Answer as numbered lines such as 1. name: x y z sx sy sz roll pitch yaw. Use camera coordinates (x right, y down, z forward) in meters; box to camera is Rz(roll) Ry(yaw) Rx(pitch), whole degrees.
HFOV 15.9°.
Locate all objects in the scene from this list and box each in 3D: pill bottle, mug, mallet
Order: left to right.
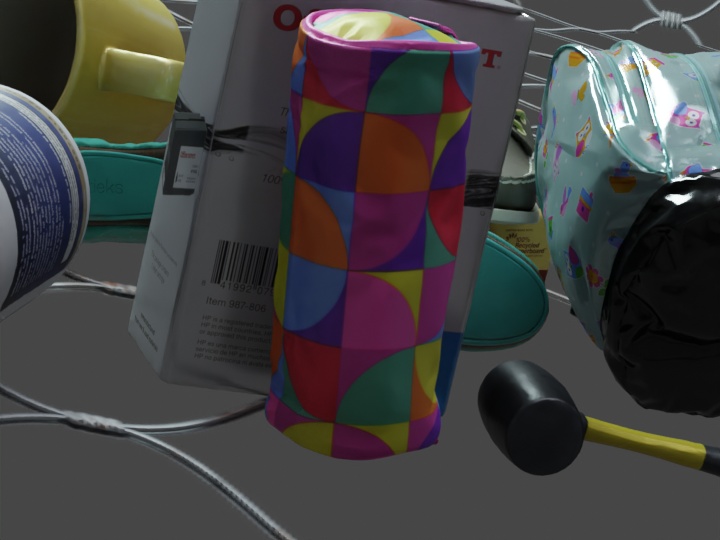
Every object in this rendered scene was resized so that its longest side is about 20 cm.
1. pill bottle: -0.194 -0.019 1.131 0.111 0.111 0.200 14 12 6
2. mug: -0.177 -0.119 1.613 0.187 0.150 0.153 49 19 26
3. mallet: 0.152 0.088 1.195 0.199 0.041 0.066 16 12 -6

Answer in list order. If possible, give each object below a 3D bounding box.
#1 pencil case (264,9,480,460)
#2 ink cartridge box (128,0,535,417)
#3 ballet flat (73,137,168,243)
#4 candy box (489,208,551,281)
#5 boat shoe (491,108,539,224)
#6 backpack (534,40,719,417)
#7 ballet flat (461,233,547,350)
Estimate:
1. pencil case: 0.005 -0.015 1.139 0.088 0.201 0.088 5 18 -2
2. ink cartridge box: -0.015 -0.044 1.220 0.144 0.201 0.084 9 13 -20
3. ballet flat: -0.114 -0.044 1.460 0.200 0.068 0.070 5 0 -40
4. candy box: 0.008 -0.037 1.567 0.116 0.057 0.200 0 19 -45
5. boat shoe: 0.067 -0.073 1.516 0.072 0.060 0.202 11 14 -10
6. backpack: 0.164 -0.041 1.371 0.126 0.167 0.200 10 37 -16
7. ballet flat: 0.000 0.000 1.341 0.200 0.068 0.070 10 -5 -25
